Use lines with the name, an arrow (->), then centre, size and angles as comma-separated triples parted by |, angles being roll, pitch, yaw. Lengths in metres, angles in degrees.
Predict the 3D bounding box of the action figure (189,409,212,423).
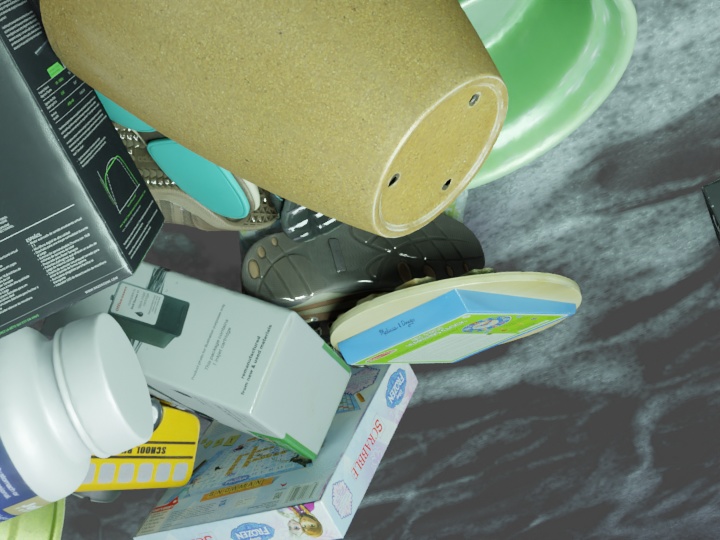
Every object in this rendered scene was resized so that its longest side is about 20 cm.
action figure -> -0.083, 0.155, 1.262 | 0.197, 0.104, 0.119 | -3, 161, -34

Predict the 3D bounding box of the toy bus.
toy bus -> -0.222, 0.132, 0.983 | 0.064, 0.080, 0.199 | 13, -177, 39

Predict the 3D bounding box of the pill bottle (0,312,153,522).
pill bottle -> -0.245, 0.105, 0.810 | 0.197, 0.121, 0.120 | -21, 154, 4

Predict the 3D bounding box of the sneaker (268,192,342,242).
sneaker -> -0.043, -0.091, 0.854 | 0.075, 0.080, 0.201 | -28, 154, -7

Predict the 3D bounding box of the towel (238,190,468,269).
towel -> -0.006, -0.020, 1.050 | 0.197, 0.049, 0.172 | -15, 150, -10

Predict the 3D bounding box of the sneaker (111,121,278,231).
sneaker -> -0.144, -0.066, 0.865 | 0.075, 0.072, 0.198 | -9, 166, 40

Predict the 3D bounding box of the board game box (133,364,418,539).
board game box -> -0.068, 0.160, 1.047 | 0.198, 0.200, 0.042 | -17, 114, 32

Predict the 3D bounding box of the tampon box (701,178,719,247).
tampon box -> 0.444, -0.013, 1.248 | 0.125, 0.152, 0.200 | -25, 153, 13

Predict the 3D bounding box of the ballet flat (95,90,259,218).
ballet flat -> -0.119, -0.105, 0.775 | 0.069, 0.070, 0.200 | -28, 143, 17

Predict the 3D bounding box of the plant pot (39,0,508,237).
plant pot -> -0.028, -0.115, 0.614 | 0.186, 0.200, 0.188 | -37, 153, -22

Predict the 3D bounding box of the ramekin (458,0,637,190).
ramekin -> 0.066, -0.147, 0.783 | 0.197, 0.099, 0.201 | -20, 152, -11

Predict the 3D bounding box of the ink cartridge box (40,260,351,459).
ink cartridge box -> -0.126, 0.062, 0.954 | 0.197, 0.084, 0.147 | 18, 166, 24

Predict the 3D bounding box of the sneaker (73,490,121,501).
sneaker -> -0.286, 0.127, 1.062 | 0.198, 0.075, 0.080 | 27, 92, -21

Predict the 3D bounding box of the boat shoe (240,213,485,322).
boat shoe -> 0.000, 0.000, 0.971 | 0.196, 0.077, 0.072 | -4, 154, -13

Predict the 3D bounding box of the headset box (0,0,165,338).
headset box -> -0.231, -0.063, 0.656 | 0.172, 0.202, 0.093 | -25, -162, 11

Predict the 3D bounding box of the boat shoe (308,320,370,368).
boat shoe -> -0.003, 0.050, 1.052 | 0.198, 0.066, 0.073 | -26, 152, 12

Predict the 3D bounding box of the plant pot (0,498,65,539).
plant pot -> -0.394, 0.222, 1.103 | 0.183, 0.203, 0.200 | 21, 134, -36

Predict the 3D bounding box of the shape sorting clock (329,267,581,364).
shape sorting clock -> 0.073, 0.035, 0.953 | 0.196, 0.040, 0.200 | -11, 165, -3

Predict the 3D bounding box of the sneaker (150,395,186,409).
sneaker -> -0.198, 0.106, 1.130 | 0.198, 0.076, 0.090 | -29, 151, 1
